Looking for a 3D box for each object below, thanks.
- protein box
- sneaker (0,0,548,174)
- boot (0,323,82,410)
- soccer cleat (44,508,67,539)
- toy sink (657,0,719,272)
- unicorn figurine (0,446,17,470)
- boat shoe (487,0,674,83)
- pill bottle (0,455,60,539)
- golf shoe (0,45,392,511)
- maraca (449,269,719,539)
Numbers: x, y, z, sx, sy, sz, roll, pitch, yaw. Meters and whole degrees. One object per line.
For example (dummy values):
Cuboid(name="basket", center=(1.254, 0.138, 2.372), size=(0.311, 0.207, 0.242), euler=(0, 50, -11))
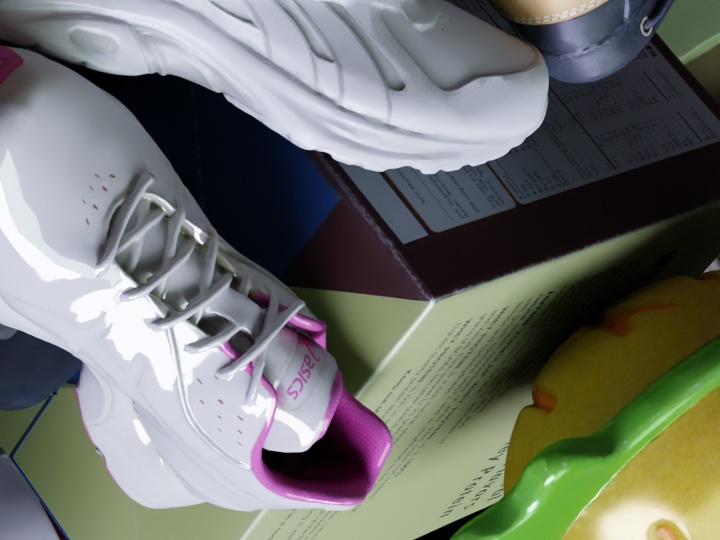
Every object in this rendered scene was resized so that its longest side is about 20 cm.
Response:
Cuboid(name="protein box", center=(0.000, 0.000, 1.001), size=(0.200, 0.135, 0.199), euler=(-18, 154, -47))
Cuboid(name="sneaker", center=(-0.023, -0.093, 0.824), size=(0.199, 0.078, 0.100), euler=(16, 106, -25))
Cuboid(name="boot", center=(-0.141, 0.038, 0.847), size=(0.168, 0.076, 0.201), euler=(7, 102, -65))
Cuboid(name="soccer cleat", center=(-0.079, 0.094, 1.253), size=(0.200, 0.070, 0.086), euler=(-38, 159, 5))
Cuboid(name="toy sink", center=(0.169, -0.033, 1.158), size=(0.130, 0.200, 0.112), euler=(-31, 171, -9))
Cuboid(name="unicorn figurine", center=(-0.145, 0.078, 1.133), size=(0.137, 0.074, 0.200), euler=(-33, 148, 21))
Cuboid(name="boat shoe", center=(0.084, -0.125, 0.939), size=(0.074, 0.062, 0.200), euler=(-13, -153, 25))
Cuboid(name="pill bottle", center=(-0.192, 0.133, 0.895), size=(0.200, 0.120, 0.120), euler=(-23, 157, -29))
Cuboid(name="golf shoe", center=(-0.052, 0.006, 0.819), size=(0.076, 0.091, 0.200), euler=(-64, 147, -23))
Cuboid(name="maraca", center=(0.096, 0.066, 0.949), size=(0.200, 0.107, 0.137), euler=(-25, 151, -35))
